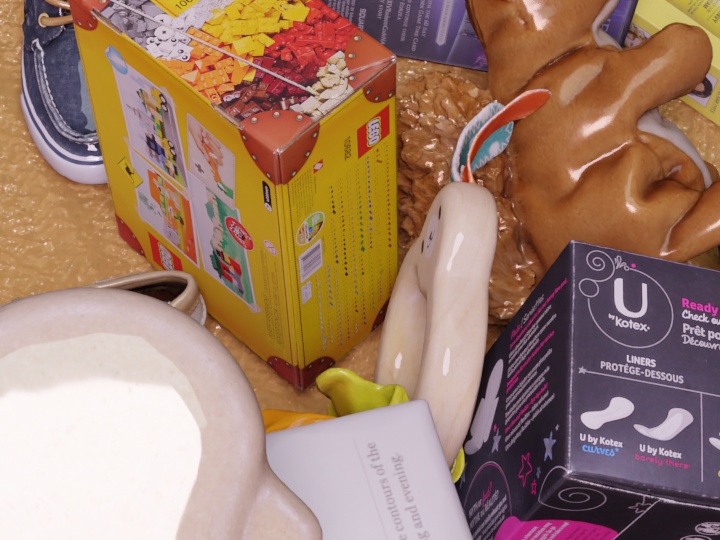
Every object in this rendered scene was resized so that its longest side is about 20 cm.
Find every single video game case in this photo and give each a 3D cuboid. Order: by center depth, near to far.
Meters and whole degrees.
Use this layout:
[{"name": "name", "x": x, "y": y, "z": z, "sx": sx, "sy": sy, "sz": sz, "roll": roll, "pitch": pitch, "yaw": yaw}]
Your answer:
[{"name": "video game case", "x": 0.056, "y": -0.165, "z": 0.984, "sx": 0.199, "sy": 0.143, "sz": 0.019, "roll": 9, "pitch": 57, "yaw": -1}]

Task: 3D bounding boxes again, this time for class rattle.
[{"name": "rattle", "x": 0.000, "y": 0.000, "z": 0.834, "sx": 0.142, "sy": 0.130, "sz": 0.201, "roll": 12, "pitch": 103, "yaw": 6}]

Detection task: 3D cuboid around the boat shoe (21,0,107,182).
[{"name": "boat shoe", "x": -0.158, "y": -0.152, "z": 0.976, "sx": 0.071, "sy": 0.091, "sz": 0.201, "roll": -5, "pitch": 62, "yaw": -8}]

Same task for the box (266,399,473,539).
[{"name": "box", "x": -0.033, "y": 0.196, "z": 0.742, "sx": 0.171, "sy": 0.200, "sz": 0.199, "roll": -12, "pitch": 62, "yaw": -14}]

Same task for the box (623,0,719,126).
[{"name": "box", "x": 0.226, "y": -0.124, "z": 1.032, "sx": 0.200, "sy": 0.050, "sz": 0.075, "roll": 38, "pitch": 65, "yaw": 15}]

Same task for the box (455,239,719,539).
[{"name": "box", "x": 0.120, "y": 0.089, "z": 0.809, "sx": 0.132, "sy": 0.200, "sz": 0.115, "roll": 11, "pitch": 60, "yaw": -11}]

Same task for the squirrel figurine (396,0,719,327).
[{"name": "squirrel figurine", "x": 0.089, "y": -0.080, "z": 0.924, "sx": 0.200, "sy": 0.142, "sz": 0.187, "roll": -28, "pitch": 99, "yaw": 9}]

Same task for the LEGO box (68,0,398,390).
[{"name": "LEGO box", "x": -0.058, "y": -0.056, "z": 0.868, "sx": 0.077, "sy": 0.200, "sz": 0.149, "roll": -39, "pitch": 63, "yaw": -23}]

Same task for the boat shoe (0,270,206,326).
[{"name": "boat shoe", "x": -0.174, "y": 0.041, "z": 0.884, "sx": 0.200, "sy": 0.076, "sz": 0.072, "roll": -23, "pitch": 66, "yaw": -17}]

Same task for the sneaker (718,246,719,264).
[{"name": "sneaker", "x": 0.216, "y": 0.026, "z": 0.928, "sx": 0.070, "sy": 0.076, "sz": 0.200, "roll": 12, "pitch": 28, "yaw": 12}]

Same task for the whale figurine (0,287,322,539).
[{"name": "whale figurine", "x": -0.093, "y": 0.108, "z": 0.632, "sx": 0.159, "sy": 0.104, "sz": 0.201, "roll": -10, "pitch": 85, "yaw": -9}]
